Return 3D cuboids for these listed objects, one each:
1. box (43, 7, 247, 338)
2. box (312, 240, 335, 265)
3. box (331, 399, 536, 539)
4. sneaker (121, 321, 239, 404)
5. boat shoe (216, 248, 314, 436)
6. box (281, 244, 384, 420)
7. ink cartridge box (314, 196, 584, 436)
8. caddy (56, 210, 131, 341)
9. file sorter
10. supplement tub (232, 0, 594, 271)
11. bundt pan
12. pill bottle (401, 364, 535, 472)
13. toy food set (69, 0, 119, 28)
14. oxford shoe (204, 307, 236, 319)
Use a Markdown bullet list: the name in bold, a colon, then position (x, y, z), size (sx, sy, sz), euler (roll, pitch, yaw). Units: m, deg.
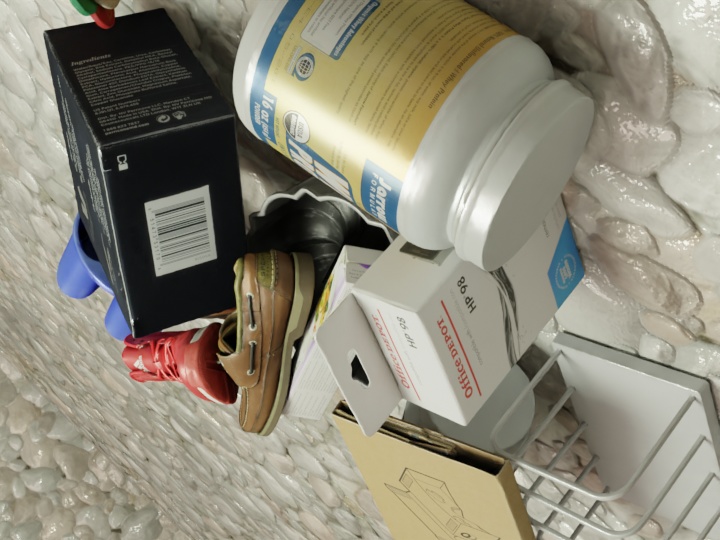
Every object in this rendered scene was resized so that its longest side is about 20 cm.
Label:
- **box**: position (-0.185, -0.089, 0.999), size (0.201, 0.116, 0.199), euler (-126, 26, -44)
- **box**: position (0.013, 0.041, 1.119), size (0.200, 0.035, 0.110), euler (46, 154, -3)
- **box**: position (0.072, 0.196, 0.971), size (0.162, 0.021, 0.201), euler (16, 145, 33)
- **sneaker**: position (-0.173, 0.091, 1.073), size (0.200, 0.114, 0.080), euler (42, -140, -85)
- **boat shoe**: position (-0.092, 0.061, 0.991), size (0.072, 0.067, 0.202), euler (-105, 24, -51)
- **box**: position (-0.024, 0.056, 0.959), size (0.041, 0.039, 0.201), euler (10, 140, -13)
- **ink cartridge box**: position (0.069, 0.023, 0.809), size (0.066, 0.200, 0.117), euler (18, 145, 42)
- **caddy**: position (-0.213, -0.025, 1.169), size (0.141, 0.200, 0.105), euler (40, 130, 0)
- **file sorter**: position (0.207, 0.178, 0.932), size (0.138, 0.125, 0.201), euler (19, 146, 43)
- **supplement tub**: position (0.033, -0.105, 0.732), size (0.199, 0.145, 0.145), euler (35, 154, 20)
- **bundt pan**: position (0.000, 0.000, 0.990), size (0.200, 0.076, 0.204), euler (23, 135, 25)
- **pill bottle**: position (0.089, 0.156, 1.037), size (0.114, 0.114, 0.201), euler (37, 152, 14)
- **toy food set**: position (-0.253, -0.283, 0.905), size (0.198, 0.048, 0.201), euler (49, -169, -52)
- **oxford shoe**: position (-0.127, 0.026, 1.126), size (0.073, 0.199, 0.072), euler (-45, 77, 23)
